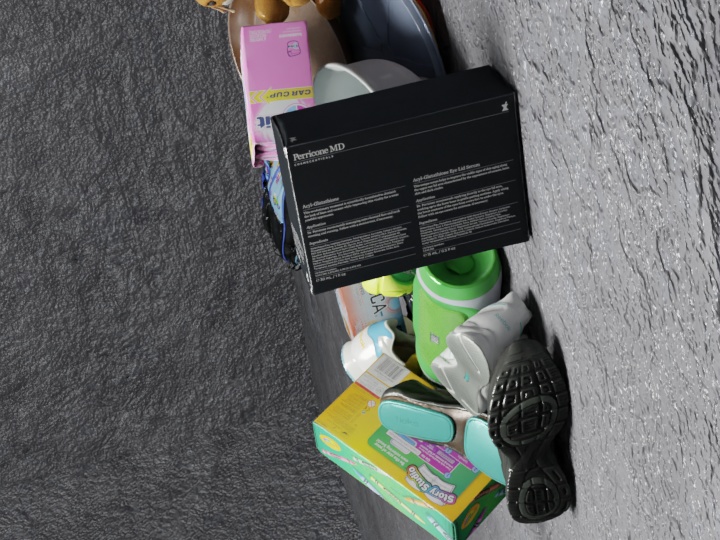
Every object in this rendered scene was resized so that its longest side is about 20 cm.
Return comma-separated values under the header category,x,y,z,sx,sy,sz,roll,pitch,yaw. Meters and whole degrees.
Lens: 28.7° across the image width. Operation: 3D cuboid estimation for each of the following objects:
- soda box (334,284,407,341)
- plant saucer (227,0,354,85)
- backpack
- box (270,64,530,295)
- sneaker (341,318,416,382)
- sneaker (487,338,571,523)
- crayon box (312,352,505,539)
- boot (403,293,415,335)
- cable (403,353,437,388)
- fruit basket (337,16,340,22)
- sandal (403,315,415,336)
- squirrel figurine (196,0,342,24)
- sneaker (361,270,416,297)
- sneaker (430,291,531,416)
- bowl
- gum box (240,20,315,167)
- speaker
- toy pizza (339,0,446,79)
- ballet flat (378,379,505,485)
category,x,y,z,sx,sy,sz,roll,pitch,yaw
soda box,0.000,0.000,1.634,0.064,0.068,0.201,-116,10,-50
plant saucer,-0.070,-0.236,1.555,0.200,0.034,0.202,33,140,33
backpack,-0.040,-0.120,1.805,0.201,0.181,0.135,91,157,-54
box,0.035,-0.079,1.206,0.079,0.198,0.142,-115,14,-58
sneaker,0.073,0.136,1.638,0.200,0.081,0.077,39,-147,-21
sneaker,0.146,0.136,1.283,0.091,0.075,0.202,-102,5,-54
crayon box,0.061,0.189,1.495,0.199,0.119,0.059,33,150,29
boot,0.057,-0.030,1.652,0.163,0.073,0.200,-112,4,-62
cable,0.099,0.075,1.534,0.050,0.096,0.201,-57,-17,-51
fruit basket,-0.023,-0.315,1.582,0.155,0.214,0.218,-42,-53,-53
sandal,0.083,0.123,1.788,0.202,0.079,0.058,-119,33,-43
squirrel figurine,-0.102,-0.341,1.373,0.141,0.185,0.202,172,89,-71
sneaker,0.052,-0.046,1.515,0.200,0.073,0.084,-67,-17,-58
sneaker,0.120,0.081,1.336,0.070,0.080,0.200,46,163,9
bowl,0.042,-0.127,1.382,0.201,0.090,0.202,50,157,30
gum box,-0.085,-0.175,1.436,0.200,0.065,0.115,152,112,-85
speaker,0.097,0.042,1.418,0.201,0.088,0.089,86,167,-56
toy pizza,0.040,-0.227,1.440,0.201,0.032,0.201,51,158,30
ballet flat,0.113,0.156,1.435,0.199,0.068,0.069,23,127,26
